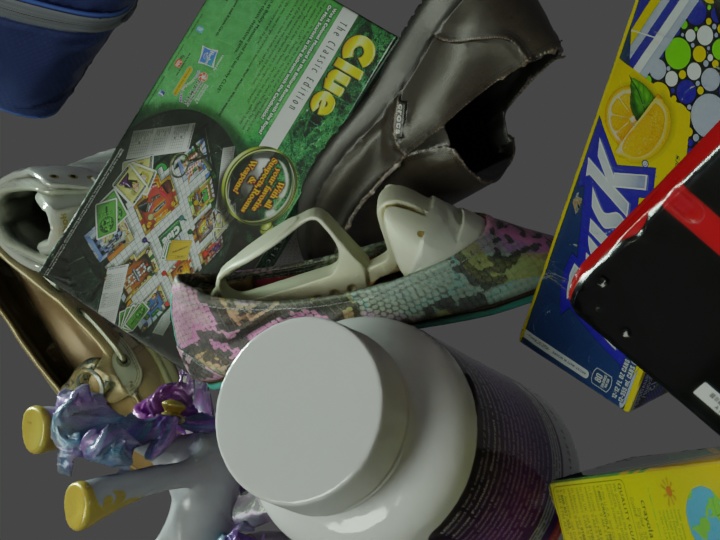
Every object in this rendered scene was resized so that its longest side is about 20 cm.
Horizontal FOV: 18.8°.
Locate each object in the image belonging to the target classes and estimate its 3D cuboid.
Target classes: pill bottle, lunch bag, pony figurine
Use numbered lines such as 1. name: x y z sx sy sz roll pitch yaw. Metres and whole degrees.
1. pill bottle: 0.017 0.084 1.003 0.111 0.200 0.112 -8 72 25
2. lunch bag: -0.184 -0.201 1.144 0.132 0.136 0.201 -43 44 41
3. pony figurine: -0.083 0.112 1.160 0.166 0.200 0.194 2 90 50

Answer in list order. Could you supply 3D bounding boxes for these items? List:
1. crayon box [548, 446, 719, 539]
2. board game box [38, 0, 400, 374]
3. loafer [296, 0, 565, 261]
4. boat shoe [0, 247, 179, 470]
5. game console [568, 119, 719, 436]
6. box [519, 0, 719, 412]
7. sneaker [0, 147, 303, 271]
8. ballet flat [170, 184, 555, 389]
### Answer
1. crayon box: 0.162 0.141 0.935 0.200 0.051 0.127 -19 85 66
2. board game box: -0.071 -0.056 1.111 0.105 0.023 0.200 33 91 21
3. loafer: 0.033 -0.059 1.060 0.071 0.073 0.200 45 129 21
4. boat shoe: -0.169 0.047 1.279 0.200 0.063 0.073 52 130 17
5. game console: 0.210 0.020 0.915 0.200 0.031 0.177 40 130 -1
6. box: 0.141 -0.041 0.977 0.070 0.064 0.201 34 123 29
7. sneaker: -0.112 -0.022 1.173 0.200 0.115 0.074 7 106 39
8. ballet flat: 0.000 0.000 1.043 0.199 0.069 0.071 -16 109 11
